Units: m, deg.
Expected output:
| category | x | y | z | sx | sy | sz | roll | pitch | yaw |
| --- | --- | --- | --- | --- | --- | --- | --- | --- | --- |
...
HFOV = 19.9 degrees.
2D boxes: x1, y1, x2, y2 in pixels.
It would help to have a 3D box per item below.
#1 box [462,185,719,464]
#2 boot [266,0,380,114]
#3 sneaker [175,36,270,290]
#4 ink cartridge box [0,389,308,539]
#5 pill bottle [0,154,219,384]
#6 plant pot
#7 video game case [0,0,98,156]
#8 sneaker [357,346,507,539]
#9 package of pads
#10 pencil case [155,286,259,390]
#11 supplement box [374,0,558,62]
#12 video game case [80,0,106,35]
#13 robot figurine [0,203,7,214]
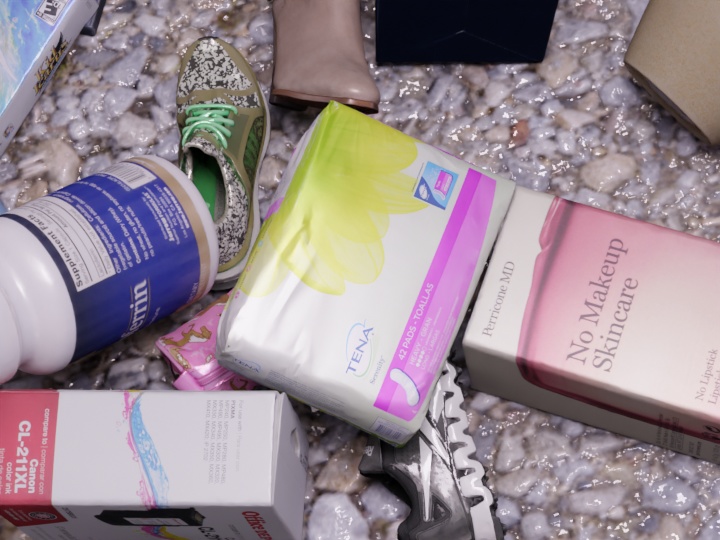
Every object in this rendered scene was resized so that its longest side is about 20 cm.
| category | x | y | z | sx | sy | sz | roll | pitch | yaw |
| --- | --- | --- | --- | --- | --- | --- | --- | --- | --- |
| box | 0.185 | 0.039 | 1.445 | 0.199 | 0.109 | 0.129 | 16 | 73 | 12 |
| boot | -0.022 | -0.192 | 1.521 | 0.070 | 0.200 | 0.147 | 14 | 90 | -25 |
| sneaker | -0.109 | -0.092 | 1.539 | 0.076 | 0.089 | 0.202 | -6 | 70 | 4 |
| ink cartridge box | -0.144 | 0.140 | 1.428 | 0.198 | 0.146 | 0.084 | 0 | 71 | 7 |
| pill bottle | -0.206 | 0.003 | 1.433 | 0.199 | 0.116 | 0.116 | -27 | 66 | -37 |
| plant pot | 0.292 | -0.196 | 1.495 | 0.200 | 0.187 | 0.187 | -46 | 71 | 5 |
| video game case | -0.338 | -0.186 | 1.612 | 0.199 | 0.045 | 0.182 | 30 | 84 | 14 |
| sneaker | 0.036 | 0.110 | 1.460 | 0.090 | 0.067 | 0.201 | -15 | 71 | -1 |
| package of pads | 0.000 | 0.000 | 1.413 | 0.154 | 0.068 | 0.201 | 24 | 74 | -5 |
| pencil case | -0.055 | 0.026 | 1.489 | 0.200 | 0.087 | 0.083 | -38 | 59 | -8 |
| supplement box | 0.077 | -0.282 | 1.513 | 0.133 | 0.200 | 0.202 | 0 | 75 | -1 |
| video game case | -0.291 | -0.273 | 1.666 | 0.198 | 0.019 | 0.144 | 10 | 71 | 12 |
| robot figurine | -0.339 | -0.031 | 1.537 | 0.200 | 0.058 | 0.146 | 37 | 109 | 16 |
